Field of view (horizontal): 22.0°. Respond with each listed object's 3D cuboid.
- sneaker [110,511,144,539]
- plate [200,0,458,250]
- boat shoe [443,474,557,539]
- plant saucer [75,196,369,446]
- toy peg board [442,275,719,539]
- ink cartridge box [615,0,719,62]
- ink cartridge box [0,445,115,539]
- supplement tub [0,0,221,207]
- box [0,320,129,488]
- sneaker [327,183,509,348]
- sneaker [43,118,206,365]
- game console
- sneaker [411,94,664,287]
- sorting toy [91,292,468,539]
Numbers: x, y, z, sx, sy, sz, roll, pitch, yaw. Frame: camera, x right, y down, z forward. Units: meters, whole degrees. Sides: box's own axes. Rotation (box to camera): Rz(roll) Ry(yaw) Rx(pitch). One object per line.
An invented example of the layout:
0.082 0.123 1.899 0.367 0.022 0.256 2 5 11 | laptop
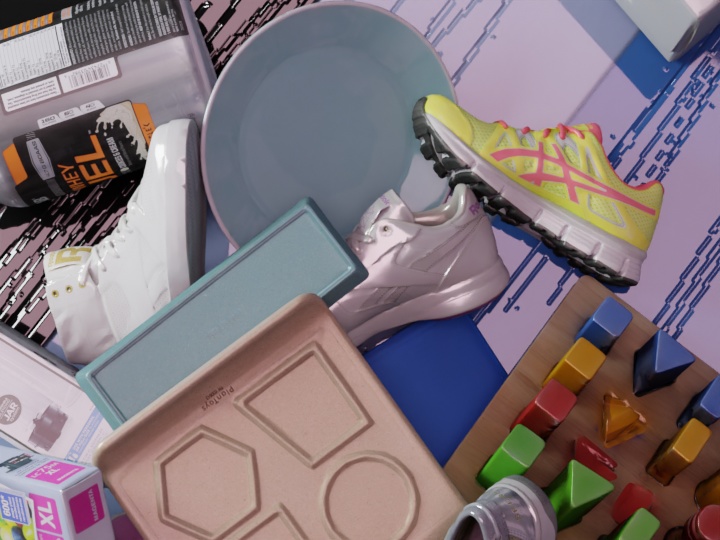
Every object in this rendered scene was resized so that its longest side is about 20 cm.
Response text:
-0.147 0.261 1.286 0.088 0.080 0.202 -15 106 43 | sneaker
-0.022 -0.089 1.300 0.198 0.026 0.203 -7 107 -23 | plate
0.066 0.224 1.196 0.074 0.064 0.203 40 126 32 | boat shoe
-0.091 0.035 1.227 0.199 0.019 0.070 -38 82 -7 | plant saucer
0.186 0.122 1.241 0.199 0.098 0.200 37 67 4 | toy peg board
0.248 -0.271 1.282 0.200 0.145 0.146 -42 85 -1 | ink cartridge box
-0.236 0.177 1.237 0.042 0.199 0.121 -26 114 -41 | ink cartridge box
-0.201 -0.119 1.296 0.198 0.123 0.124 -18 84 1 | supplement tub
-0.248 0.074 1.283 0.199 0.117 0.060 31 86 5 | box
0.000 0.000 1.283 0.198 0.075 0.101 -19 109 -9 | sneaker
-0.166 -0.013 1.277 0.114 0.074 0.202 7 117 6 | sneaker
0.039 0.157 1.313 0.170 0.118 0.201 -37 83 30 | game console
0.127 -0.074 1.304 0.199 0.078 0.091 33 84 -10 | sneaker
-0.048 0.145 1.213 0.184 0.036 0.201 -36 94 -7 | sorting toy
